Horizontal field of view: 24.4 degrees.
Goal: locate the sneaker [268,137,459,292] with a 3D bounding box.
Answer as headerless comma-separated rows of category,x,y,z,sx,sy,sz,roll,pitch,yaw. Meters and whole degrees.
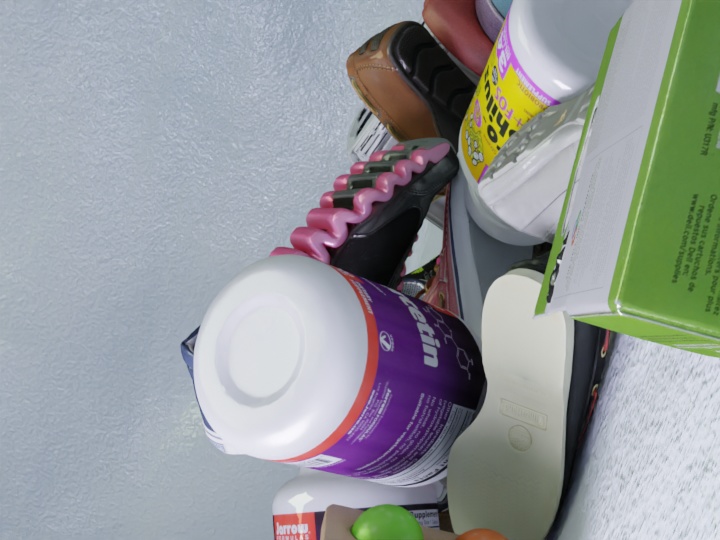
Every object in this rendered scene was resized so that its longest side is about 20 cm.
sneaker,0.000,0.000,1.084,0.200,0.095,0.079,-46,18,-8

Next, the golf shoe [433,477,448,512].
golf shoe,0.017,0.093,1.223,0.200,0.092,0.073,60,178,39

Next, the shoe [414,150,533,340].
shoe,0.064,0.016,1.117,0.091,0.071,0.201,-17,71,43

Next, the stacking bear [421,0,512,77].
stacking bear,0.147,-0.221,1.124,0.121,0.114,0.200,-19,-27,-39

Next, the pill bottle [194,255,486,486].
pill bottle,0.003,0.065,0.980,0.200,0.112,0.113,20,-96,-53

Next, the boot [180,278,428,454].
boot,-0.027,0.042,1.142,0.200,0.073,0.091,-33,-48,-21

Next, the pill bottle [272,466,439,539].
pill bottle,0.000,0.204,1.109,0.112,0.112,0.201,120,145,-80

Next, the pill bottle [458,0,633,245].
pill bottle,0.118,-0.092,0.993,0.200,0.104,0.105,109,176,-61

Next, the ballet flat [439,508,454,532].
ballet flat,0.032,0.237,1.212,0.068,0.072,0.201,-141,66,-76

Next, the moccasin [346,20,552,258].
moccasin,0.066,-0.082,1.177,0.078,0.201,0.074,-24,30,50

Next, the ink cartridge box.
ink cartridge box,0.135,-0.043,0.678,0.200,0.075,0.148,127,158,-86

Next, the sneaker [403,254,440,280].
sneaker,0.080,0.004,1.374,0.074,0.087,0.201,-97,26,-85

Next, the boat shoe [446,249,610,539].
boat shoe,0.097,0.081,0.935,0.063,0.073,0.202,-28,-46,-47

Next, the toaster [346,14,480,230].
toaster,0.076,-0.115,1.284,0.200,0.129,0.114,-55,11,22

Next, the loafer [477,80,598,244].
loafer,0.136,-0.064,0.853,0.070,0.070,0.200,-56,12,-27

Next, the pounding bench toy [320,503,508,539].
pounding bench toy,0.026,0.206,0.922,0.200,0.124,0.157,-91,15,-79
